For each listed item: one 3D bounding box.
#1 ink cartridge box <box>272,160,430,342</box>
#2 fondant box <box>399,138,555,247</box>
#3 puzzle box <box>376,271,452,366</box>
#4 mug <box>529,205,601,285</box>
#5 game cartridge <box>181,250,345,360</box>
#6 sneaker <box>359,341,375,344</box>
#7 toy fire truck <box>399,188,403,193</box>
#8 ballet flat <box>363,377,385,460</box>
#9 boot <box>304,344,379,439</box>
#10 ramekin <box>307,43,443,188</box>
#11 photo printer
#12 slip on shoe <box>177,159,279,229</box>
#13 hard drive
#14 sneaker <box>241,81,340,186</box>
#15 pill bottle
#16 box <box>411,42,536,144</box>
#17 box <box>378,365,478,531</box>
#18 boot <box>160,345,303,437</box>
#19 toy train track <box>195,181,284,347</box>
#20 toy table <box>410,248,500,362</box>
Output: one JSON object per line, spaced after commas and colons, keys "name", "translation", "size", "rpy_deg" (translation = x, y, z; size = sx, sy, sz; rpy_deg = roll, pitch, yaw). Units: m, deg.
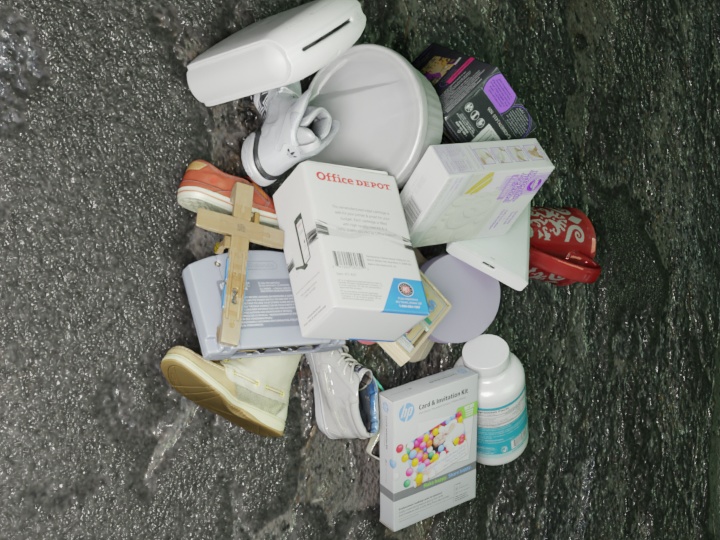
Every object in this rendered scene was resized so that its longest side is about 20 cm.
{"name": "ink cartridge box", "translation": [-0.013, -0.022, 1.278], "size": [0.145, 0.084, 0.202], "rpy_deg": [6, 58, -34]}
{"name": "fondant box", "translation": [0.149, -0.106, 1.417], "size": [0.198, 0.145, 0.059], "rpy_deg": [-10, 57, -36]}
{"name": "puzzle box", "translation": [0.022, 0.014, 1.359], "size": [0.200, 0.025, 0.133], "rpy_deg": [46, 43, -2]}
{"name": "mug", "translation": [0.288, -0.048, 1.688], "size": [0.199, 0.177, 0.135], "rpy_deg": [5, 86, -41]}
{"name": "game cartridge", "translation": [-0.119, 0.040, 1.276], "size": [0.198, 0.040, 0.135], "rpy_deg": [0, 65, -37]}
{"name": "sneaker", "translation": [0.000, 0.000, 1.424], "size": [0.201, 0.086, 0.074], "rpy_deg": [61, 35, -10]}
{"name": "toy fire truck", "translation": [0.075, -0.100, 1.532], "size": [0.199, 0.049, 0.143], "rpy_deg": [-3, 76, -47]}
{"name": "ballet flat", "translation": [0.029, 0.226, 1.479], "size": [0.072, 0.068, 0.201], "rpy_deg": [-45, 124, -17]}
{"name": "boot", "translation": [-0.020, 0.128, 1.402], "size": [0.073, 0.095, 0.202], "rpy_deg": [-15, 96, -45]}
{"name": "ramekin", "translation": [0.022, -0.199, 1.412], "size": [0.094, 0.201, 0.205], "rpy_deg": [-1, 87, -56]}
{"name": "photo printer", "translation": [-0.099, -0.275, 1.282], "size": [0.166, 0.199, 0.070], "rpy_deg": [-42, 115, -38]}
{"name": "slip on shoe", "translation": [-0.141, -0.087, 1.318], "size": [0.199, 0.074, 0.062], "rpy_deg": [21, 69, -38]}
{"name": "hard drive", "translation": [0.194, -0.073, 1.549], "size": [0.131, 0.026, 0.201], "rpy_deg": [27, 42, -15]}
{"name": "sneaker", "translation": [-0.081, -0.202, 1.333], "size": [0.075, 0.114, 0.201], "rpy_deg": [45, 39, -34]}
{"name": "pill bottle", "translation": [0.195, 0.192, 1.566], "size": [0.111, 0.110, 0.201], "rpy_deg": [-48, 142, -37]}
{"name": "box", "translation": [0.144, -0.239, 1.517], "size": [0.106, 0.200, 0.122], "rpy_deg": [-43, 121, -2]}
{"name": "box", "translation": [0.097, 0.250, 1.470], "size": [0.155, 0.041, 0.202], "rpy_deg": [-13, 111, -34]}
{"name": "boot", "translation": [-0.149, 0.101, 1.291], "size": [0.200, 0.072, 0.156], "rpy_deg": [39, 59, -38]}
{"name": "toy train track", "translation": [-0.151, -0.006, 1.230], "size": [0.114, 0.032, 0.202], "rpy_deg": [15, 65, -28]}
{"name": "toy table", "translation": [0.103, 0.040, 1.523], "size": [0.199, 0.116, 0.186], "rpy_deg": [6, 81, -46]}
